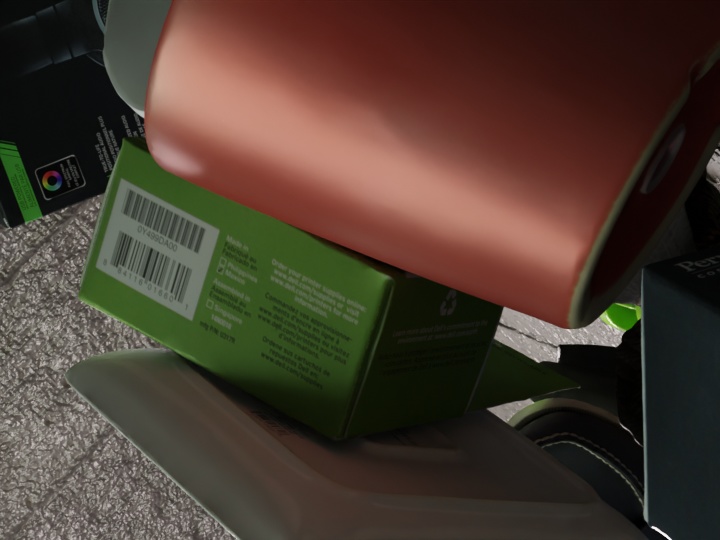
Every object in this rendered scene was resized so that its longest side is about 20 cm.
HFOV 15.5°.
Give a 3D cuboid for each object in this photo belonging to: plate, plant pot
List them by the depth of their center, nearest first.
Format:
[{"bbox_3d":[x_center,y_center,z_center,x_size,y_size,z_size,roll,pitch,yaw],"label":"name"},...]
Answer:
[{"bbox_3d":[0.045,-0.082,1.006,0.177,0.201,0.200,32,170,14],"label":"plant pot"},{"bbox_3d":[0.006,0.077,1.087,0.199,0.032,0.199,6,-161,-37],"label":"plate"}]

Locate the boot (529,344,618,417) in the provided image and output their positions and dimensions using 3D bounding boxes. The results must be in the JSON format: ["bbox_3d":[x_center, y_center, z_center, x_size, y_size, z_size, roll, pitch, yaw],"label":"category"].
[{"bbox_3d":[0.157,0.064,1.304,0.138,0.078,0.200,9,172,8],"label":"boot"}]

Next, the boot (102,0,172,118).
[{"bbox_3d":[-0.076,-0.125,1.306,0.096,0.073,0.200,39,-155,-38],"label":"boot"}]

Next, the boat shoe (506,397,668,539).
[{"bbox_3d":[0.129,0.143,1.200,0.200,0.072,0.063,56,-168,-26],"label":"boat shoe"}]

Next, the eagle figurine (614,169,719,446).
[{"bbox_3d":[0.176,0.030,1.129,0.200,0.151,0.152,53,165,20],"label":"eagle figurine"}]

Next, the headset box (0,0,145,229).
[{"bbox_3d":[-0.150,-0.135,1.433,0.093,0.199,0.175,-162,52,-73],"label":"headset box"}]

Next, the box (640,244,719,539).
[{"bbox_3d":[0.209,0.059,0.886,0.200,0.148,0.108,32,132,55],"label":"box"}]

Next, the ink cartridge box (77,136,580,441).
[{"bbox_3d":[0.000,0.000,1.140,0.148,0.076,0.200,27,-161,29],"label":"ink cartridge box"}]

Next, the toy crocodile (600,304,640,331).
[{"bbox_3d":[0.116,-0.005,1.318,0.199,0.062,0.067,16,-179,-16],"label":"toy crocodile"}]
